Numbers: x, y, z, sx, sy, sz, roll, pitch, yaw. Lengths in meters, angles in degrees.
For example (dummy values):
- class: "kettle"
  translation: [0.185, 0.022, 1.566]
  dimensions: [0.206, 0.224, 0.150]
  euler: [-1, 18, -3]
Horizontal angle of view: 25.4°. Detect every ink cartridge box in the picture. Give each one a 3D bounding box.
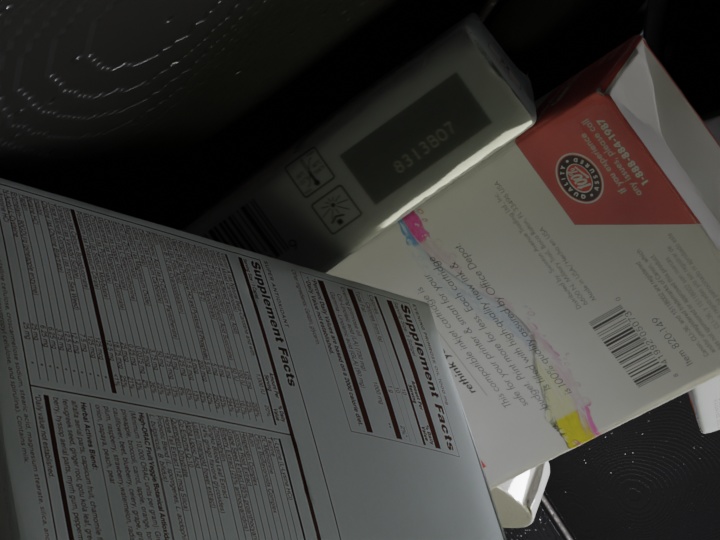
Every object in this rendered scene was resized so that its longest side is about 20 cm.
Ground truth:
- class: "ink cartridge box"
  translation: [0.058, 0.012, 0.639]
  dimensions: [0.200, 0.117, 0.068]
  euler: [-32, -170, 33]
- class: "ink cartridge box"
  translation: [-0.007, -0.042, 0.649]
  dimensions: [0.162, 0.057, 0.200]
  euler: [-36, -169, 12]

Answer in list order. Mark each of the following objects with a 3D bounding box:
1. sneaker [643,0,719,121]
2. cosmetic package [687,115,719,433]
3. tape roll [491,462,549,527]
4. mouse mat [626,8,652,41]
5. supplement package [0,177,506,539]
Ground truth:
- class: "sneaker"
  translation: [0.195, -0.132, 0.712]
  dimensions: [0.121, 0.084, 0.200]
  euler: [2, 125, -49]
- class: "cosmetic package"
  translation: [0.175, 0.007, 0.751]
  dimensions: [0.071, 0.102, 0.200]
  euler: [-17, 162, 9]
- class: "tape roll"
  translation: [0.023, 0.110, 1.025]
  dimensions: [0.203, 0.202, 0.037]
  euler: [113, -1, -73]
- class: "mouse mat"
  translation: [0.086, -0.042, 0.805]
  dimensions: [0.161, 0.008, 0.200]
  euler: [-54, 177, -24]
- class: "supplement package"
  translation: [-0.087, 0.099, 0.515]
  dimensions: [0.200, 0.147, 0.191]
  euler: [16, 135, -43]
